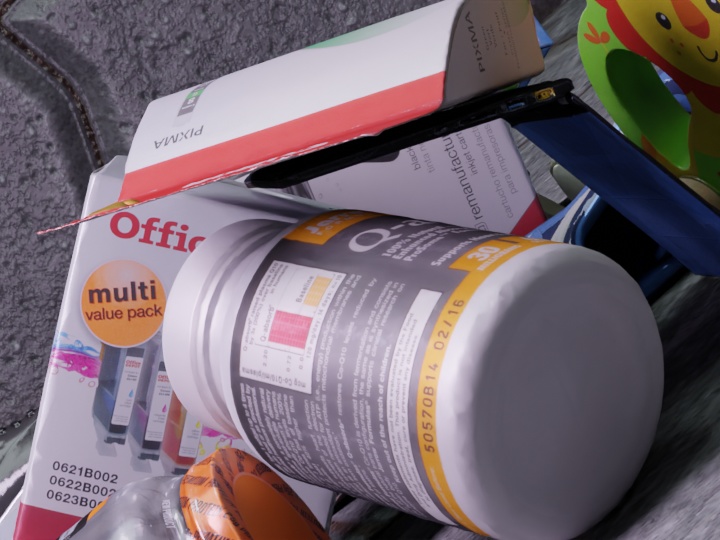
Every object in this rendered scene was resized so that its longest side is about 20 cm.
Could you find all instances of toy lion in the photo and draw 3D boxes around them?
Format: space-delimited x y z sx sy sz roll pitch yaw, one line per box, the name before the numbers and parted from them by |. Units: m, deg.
toy lion | 0.154 -0.104 1.093 0.069 0.192 0.200 -41 5 -19

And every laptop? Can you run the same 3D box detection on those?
laptop | 0.065 -0.019 1.077 0.198 0.117 0.187 -18 3 -6

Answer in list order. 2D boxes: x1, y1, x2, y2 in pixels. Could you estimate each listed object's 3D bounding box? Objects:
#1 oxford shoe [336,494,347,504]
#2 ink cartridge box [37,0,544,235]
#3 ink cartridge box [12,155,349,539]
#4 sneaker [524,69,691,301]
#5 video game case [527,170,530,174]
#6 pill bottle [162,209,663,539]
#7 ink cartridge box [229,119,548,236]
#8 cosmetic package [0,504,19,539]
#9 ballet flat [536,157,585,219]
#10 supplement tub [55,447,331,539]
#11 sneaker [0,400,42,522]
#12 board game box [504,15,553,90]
oxford shoe | -0.071 0.134 1.384 0.200 0.071 0.073 -38 11 25
ink cartridge box | -0.028 -0.070 1.014 0.160 0.051 0.200 -16 2 25
ink cartridge box | -0.076 0.058 1.159 0.145 0.144 0.202 -111 33 -85
sneaker | 0.152 -0.039 1.244 0.200 0.074 0.082 -51 12 -25
video game case | 0.011 0.034 1.507 0.181 0.025 0.200 -40 -13 -43
pill bottle | 0.015 0.036 0.982 0.199 0.117 0.116 11 46 48
ink cartridge box | 0.000 0.000 1.296 0.199 0.148 0.083 -24 8 -2
cosmetic package | -0.213 0.216 1.435 0.151 0.051 0.201 -48 -11 -51
ballet flat | 0.114 -0.028 1.386 0.200 0.071 0.069 -37 12 28
supplement tub | -0.104 0.172 1.030 0.200 0.123 0.123 -38 6 14
sneaker | -0.223 0.108 1.461 0.201 0.099 0.071 -52 -11 -8
board game box | 0.011 -0.066 1.429 0.150 0.037 0.200 -18 -25 -33
